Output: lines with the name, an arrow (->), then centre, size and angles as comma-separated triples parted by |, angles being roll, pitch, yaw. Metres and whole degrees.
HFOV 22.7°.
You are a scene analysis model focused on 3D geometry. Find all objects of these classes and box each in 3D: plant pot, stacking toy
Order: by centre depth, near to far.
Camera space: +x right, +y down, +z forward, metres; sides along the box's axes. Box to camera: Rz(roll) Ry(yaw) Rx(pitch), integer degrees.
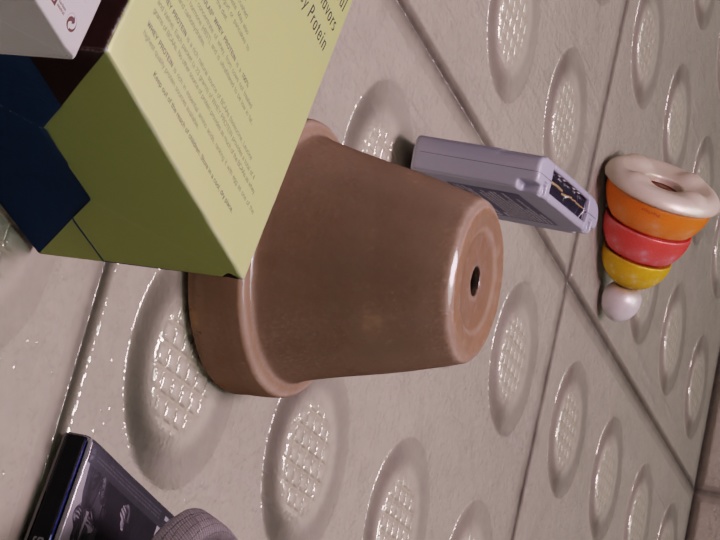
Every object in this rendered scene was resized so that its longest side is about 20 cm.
plant pot -> 0.000, 0.000, 1.239 | 0.200, 0.174, 0.201 | 8, 90, -68
stacking toy -> 0.338, -0.029, 2.185 | 0.146, 0.146, 0.200 | -33, 146, -62

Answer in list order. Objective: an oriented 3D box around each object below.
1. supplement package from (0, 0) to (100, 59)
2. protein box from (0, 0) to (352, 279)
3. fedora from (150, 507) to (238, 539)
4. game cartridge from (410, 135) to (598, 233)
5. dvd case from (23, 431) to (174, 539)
supplement package -> -0.181, -0.228, 0.750 | 0.191, 0.147, 0.200 | 64, 39, -54
protein box -> -0.119, -0.136, 0.951 | 0.199, 0.135, 0.200 | 63, 40, -53
fedora -> -0.128, 0.238, 1.040 | 0.177, 0.090, 0.200 | -6, 96, -70
game cartridge -> 0.122, -0.075, 1.570 | 0.200, 0.133, 0.041 | 27, 72, -67
dvd case -> -0.172, 0.218, 1.077 | 0.150, 0.025, 0.200 | 60, 43, -57
